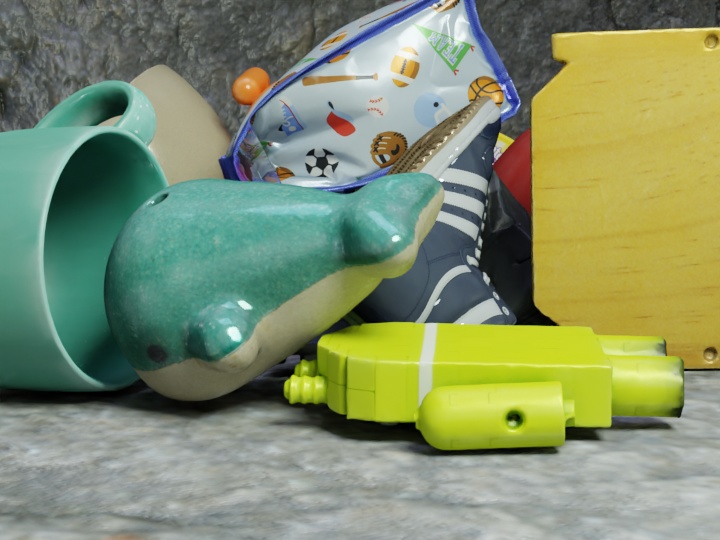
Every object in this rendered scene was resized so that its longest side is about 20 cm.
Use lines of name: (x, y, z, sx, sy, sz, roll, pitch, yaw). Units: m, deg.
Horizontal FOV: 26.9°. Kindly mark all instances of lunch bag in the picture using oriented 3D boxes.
lunch bag: (-0.005, -0.109, 1.076, 0.200, 0.124, 0.170, -27, 6, -6)

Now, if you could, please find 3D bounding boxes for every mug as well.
mug: (-0.185, -0.013, 0.889, 0.114, 0.152, 0.185, -2, 25, 22)

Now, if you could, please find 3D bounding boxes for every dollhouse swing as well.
dollhouse swing: (0.196, -0.051, 0.963, 0.181, 0.200, 0.176, -1, 7, 4)

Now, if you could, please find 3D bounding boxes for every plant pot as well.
plant pot: (-0.172, -0.061, 1.326, 0.134, 0.200, 0.200, 34, 12, 5)

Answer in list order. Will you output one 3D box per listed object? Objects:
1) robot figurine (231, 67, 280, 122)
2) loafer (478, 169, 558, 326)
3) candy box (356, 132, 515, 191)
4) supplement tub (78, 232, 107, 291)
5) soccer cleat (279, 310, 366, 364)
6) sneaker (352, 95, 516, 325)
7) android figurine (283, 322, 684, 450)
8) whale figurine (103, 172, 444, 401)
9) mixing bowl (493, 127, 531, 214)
robot figurine: (-0.045, -0.107, 1.285, 0.144, 0.117, 0.200, 12, -1, -3)
loafer: (0.092, -0.012, 1.018, 0.072, 0.073, 0.200, 39, 16, -33)
candy box: (0.090, -0.066, 1.217, 0.200, 0.102, 0.026, 24, -6, -26)
supplement tub: (-0.131, -0.004, 1.051, 0.107, 0.107, 0.200, 5, 9, 44)
soccer cleat: (0.011, 0.012, 0.966, 0.065, 0.084, 0.200, 3, 7, 38)
sneaker: (0.059, -0.019, 0.938, 0.070, 0.109, 0.200, -32, 16, 46)
android figurine: (0.062, 0.055, 0.777, 0.200, 0.041, 0.182, -1, 7, 2)
whale figurine: (-0.054, -0.011, 0.808, 0.200, 0.104, 0.159, -23, 22, 33)
mixing bowl: (0.174, -0.050, 1.129, 0.200, 0.109, 0.200, 15, 5, -1)
